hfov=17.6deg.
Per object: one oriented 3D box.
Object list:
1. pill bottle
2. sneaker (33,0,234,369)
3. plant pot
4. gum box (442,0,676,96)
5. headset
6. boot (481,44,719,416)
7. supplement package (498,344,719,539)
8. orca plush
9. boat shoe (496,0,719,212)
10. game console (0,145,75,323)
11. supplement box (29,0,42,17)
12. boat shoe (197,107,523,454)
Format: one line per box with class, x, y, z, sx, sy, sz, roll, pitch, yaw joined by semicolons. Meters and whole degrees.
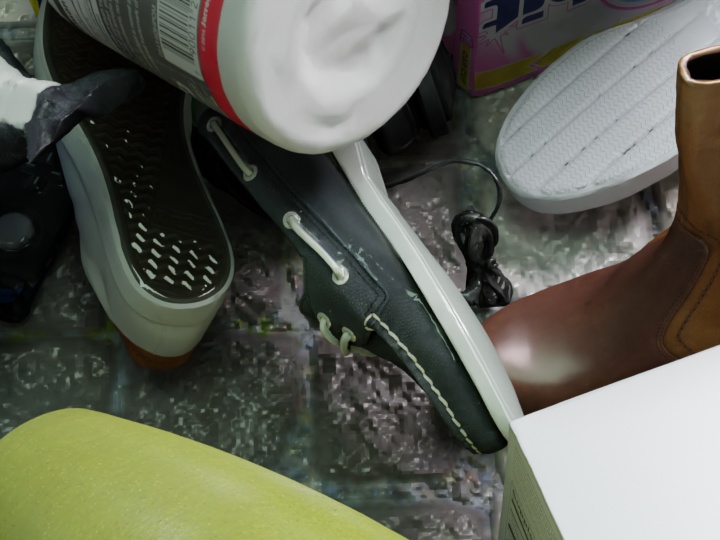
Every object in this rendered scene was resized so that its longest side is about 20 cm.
pill bottle;-0.066;-0.133;0.945;0.111;0.111;0.199;-40;47;-21
sneaker;-0.108;-0.047;1.033;0.072;0.085;0.201;-3;58;-17
plant pot;-0.068;0.145;0.882;0.187;0.188;0.200;-40;53;-21
gum box;0.119;-0.166;1.087;0.199;0.114;0.066;-22;62;-12
headset;-0.003;-0.060;1.065;0.123;0.094;0.200;-38;50;-14
boot;0.130;-0.015;0.946;0.186;0.201;0.069;-7;59;-3
supplement package;0.174;0.115;0.920;0.198;0.111;0.157;-18;60;-11
orca plush;-0.159;-0.077;0.992;0.199;0.071;0.106;4;69;40
boat shoe;0.155;-0.086;1.059;0.199;0.071;0.072;-33;68;2
game console;-0.233;-0.057;1.025;0.198;0.119;0.172;17;61;10
supplement box;-0.137;-0.225;1.130;0.108;0.110;0.201;-21;60;-12
boat shoe;0.000;0.000;0.963;0.060;0.076;0.201;-33;64;4
